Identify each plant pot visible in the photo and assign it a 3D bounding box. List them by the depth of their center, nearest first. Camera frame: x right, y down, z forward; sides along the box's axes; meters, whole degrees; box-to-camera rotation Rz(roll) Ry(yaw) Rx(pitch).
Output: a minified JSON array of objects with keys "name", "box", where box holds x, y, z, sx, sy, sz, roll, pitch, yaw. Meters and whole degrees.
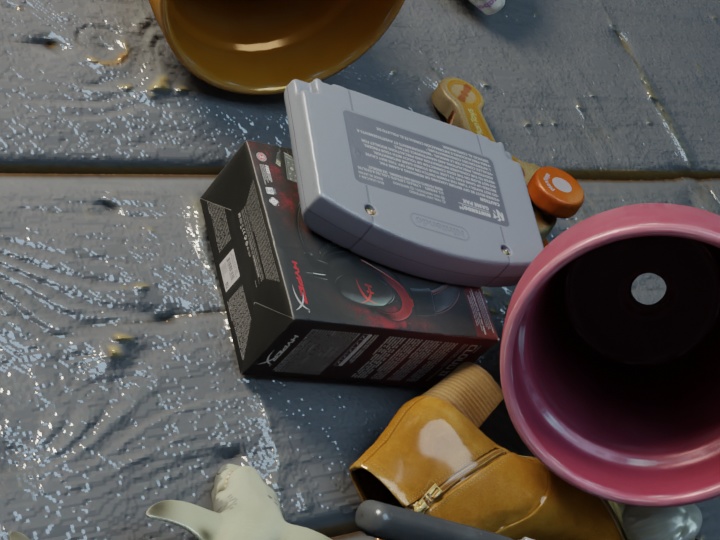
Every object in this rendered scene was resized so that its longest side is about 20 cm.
[{"name":"plant pot","box":[0.200,0.038,0.934,0.200,0.200,0.179,42,18,-5]},{"name":"plant pot","box":[-0.084,-0.270,1.028,0.200,0.200,0.183,6,40,-36]}]

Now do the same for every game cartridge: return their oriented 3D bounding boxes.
[{"name":"game cartridge","box":[0.040,-0.056,0.952,0.200,0.040,0.134,15,44,-30]}]

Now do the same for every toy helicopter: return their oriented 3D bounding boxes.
[{"name":"toy helicopter","box":[0.094,-0.095,1.131,0.132,0.079,0.200,7,43,-25]}]

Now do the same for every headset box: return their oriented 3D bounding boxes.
[{"name":"headset box","box":[0.000,0.000,0.957,0.200,0.075,0.149,8,52,-36]}]

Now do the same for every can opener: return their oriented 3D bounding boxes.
[{"name":"can opener","box":[0.088,0.192,0.841,0.200,0.067,0.053,20,83,-27]}]

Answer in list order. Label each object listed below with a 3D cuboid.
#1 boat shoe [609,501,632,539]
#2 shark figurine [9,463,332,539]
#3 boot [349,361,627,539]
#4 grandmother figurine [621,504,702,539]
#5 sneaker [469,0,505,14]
[{"name":"boat shoe","box":[0.204,0.113,1.044,0.074,0.066,0.200,0,59,-40]},{"name":"shark figurine","box":[-0.096,0.184,0.737,0.128,0.090,0.214,25,24,28]},{"name":"boot","box":[0.087,0.174,0.912,0.201,0.071,0.144,50,52,-4]},{"name":"grandmother figurine","box":[0.243,0.241,0.944,0.200,0.060,0.121,62,21,-10]},{"name":"sneaker","box":[0.123,-0.328,1.338,0.100,0.075,0.200,49,38,-26]}]
